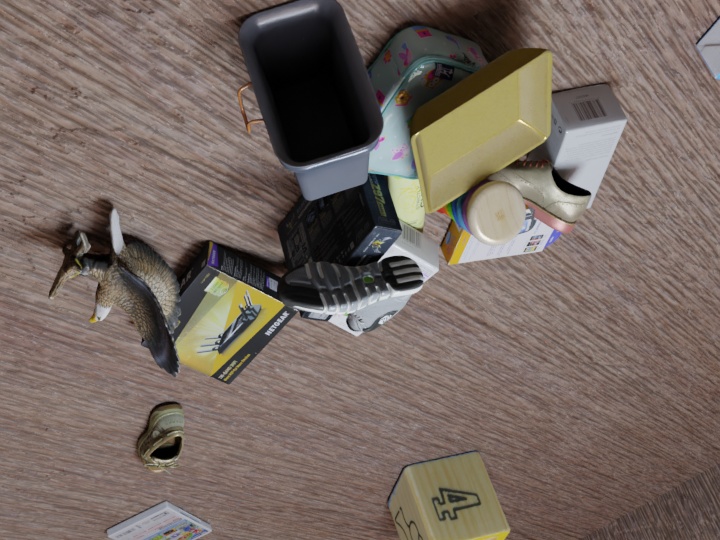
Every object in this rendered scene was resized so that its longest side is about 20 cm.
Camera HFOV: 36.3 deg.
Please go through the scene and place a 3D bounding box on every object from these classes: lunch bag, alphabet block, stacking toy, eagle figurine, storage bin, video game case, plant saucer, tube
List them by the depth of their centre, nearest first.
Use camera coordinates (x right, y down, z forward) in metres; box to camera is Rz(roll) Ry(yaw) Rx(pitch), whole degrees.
[{"bbox_3d":[-0.061,-0.180,1.254,0.143,0.203,0.135,-18,158,-5],"label":"storage bin"},{"bbox_3d":[0.143,-0.180,1.357,0.198,0.049,0.201,-32,155,-6],"label":"plant saucer"},{"bbox_3d":[0.075,-0.207,1.386,0.158,0.078,0.201,9,135,-37],"label":"lunch bag"},{"bbox_3d":[-0.304,0.030,1.445,0.198,0.154,0.150,30,153,-19],"label":"eagle figurine"},{"bbox_3d":[0.149,-0.092,1.520,0.084,0.200,0.087,-4,102,-18],"label":"stacking toy"},{"bbox_3d":[0.067,-0.110,1.562,0.058,0.051,0.202,-49,155,-33],"label":"tube"},{"bbox_3d":[-0.411,0.536,2.264,0.142,0.018,0.200,-27,147,7],"label":"video game case"},{"bbox_3d":[0.194,0.553,2.476,0.193,0.202,0.197,-9,147,-19],"label":"alphabet block"}]

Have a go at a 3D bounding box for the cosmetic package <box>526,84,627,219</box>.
[{"bbox_3d":[0.303,-0.168,1.592,0.100,0.075,0.201,-11,148,-15],"label":"cosmetic package"}]

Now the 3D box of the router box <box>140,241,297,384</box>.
[{"bbox_3d":[-0.206,0.067,1.608,0.156,0.053,0.200,27,127,-24],"label":"router box"}]

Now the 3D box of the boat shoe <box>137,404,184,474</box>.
[{"bbox_3d":[-0.346,0.308,1.921,0.072,0.063,0.201,-8,146,-22],"label":"boat shoe"}]

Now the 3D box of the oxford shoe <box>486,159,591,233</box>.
[{"bbox_3d":[0.232,-0.136,1.539,0.198,0.071,0.075,30,124,-7],"label":"oxford shoe"}]

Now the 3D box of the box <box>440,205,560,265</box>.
[{"bbox_3d":[0.234,-0.071,1.727,0.197,0.042,0.120,-10,146,-23],"label":"box"}]

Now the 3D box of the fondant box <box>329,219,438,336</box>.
[{"bbox_3d":[0.000,0.000,1.614,0.143,0.059,0.200,29,131,-25],"label":"fondant box"}]

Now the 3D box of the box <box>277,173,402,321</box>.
[{"bbox_3d":[-0.032,-0.054,1.479,0.050,0.159,0.200,9,136,-35],"label":"box"}]

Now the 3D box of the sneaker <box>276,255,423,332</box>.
[{"bbox_3d":[-0.020,0.046,1.419,0.197,0.076,0.116,-5,146,-21],"label":"sneaker"}]

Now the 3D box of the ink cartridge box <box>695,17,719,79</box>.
[{"bbox_3d":[0.582,-0.317,1.538,0.197,0.067,0.116,4,140,-34],"label":"ink cartridge box"}]
